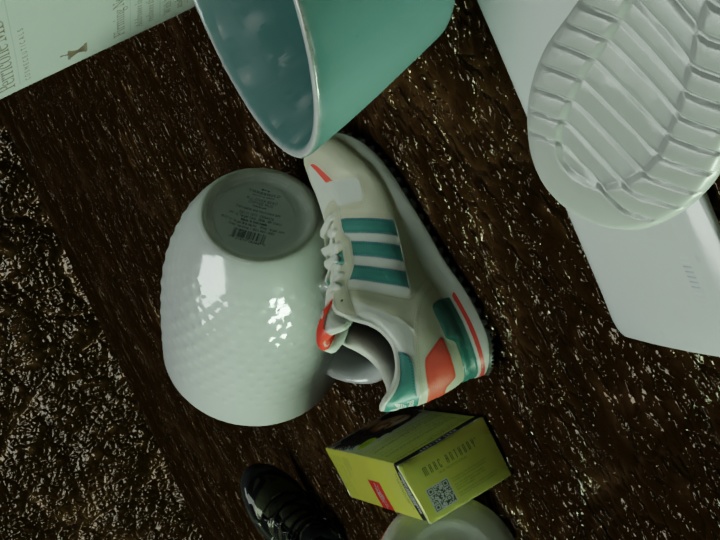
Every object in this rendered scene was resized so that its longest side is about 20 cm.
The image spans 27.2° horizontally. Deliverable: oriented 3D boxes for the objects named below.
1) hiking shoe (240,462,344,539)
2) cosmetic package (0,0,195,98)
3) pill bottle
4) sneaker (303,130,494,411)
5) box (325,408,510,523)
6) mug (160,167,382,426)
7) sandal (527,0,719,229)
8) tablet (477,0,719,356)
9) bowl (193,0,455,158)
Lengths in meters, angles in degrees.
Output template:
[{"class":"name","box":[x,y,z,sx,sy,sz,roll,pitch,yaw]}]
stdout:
[{"class":"hiking shoe","box":[-0.060,0.293,1.700,0.200,0.076,0.101,50,153,11]},{"class":"cosmetic package","box":[-0.218,-0.253,1.038,0.167,0.199,0.167,59,165,10]},{"class":"pill bottle","box":[0.055,0.250,1.170,0.110,0.109,0.200,58,164,15]},{"class":"sneaker","box":[0.000,0.001,0.963,0.200,0.093,0.070,57,163,16]},{"class":"box","box":[0.038,0.142,1.116,0.050,0.075,0.200,63,163,-5]},{"class":"mug","box":[-0.058,0.022,1.135,0.199,0.148,0.176,25,145,13]},{"class":"sandal","box":[0.119,-0.090,0.539,0.082,0.050,0.203,40,144,19]},{"class":"tablet","box":[0.111,-0.054,0.675,0.201,0.014,0.130,66,164,-11]},{"class":"bowl","box":[-0.022,-0.168,0.724,0.201,0.104,0.201,58,164,27]}]
